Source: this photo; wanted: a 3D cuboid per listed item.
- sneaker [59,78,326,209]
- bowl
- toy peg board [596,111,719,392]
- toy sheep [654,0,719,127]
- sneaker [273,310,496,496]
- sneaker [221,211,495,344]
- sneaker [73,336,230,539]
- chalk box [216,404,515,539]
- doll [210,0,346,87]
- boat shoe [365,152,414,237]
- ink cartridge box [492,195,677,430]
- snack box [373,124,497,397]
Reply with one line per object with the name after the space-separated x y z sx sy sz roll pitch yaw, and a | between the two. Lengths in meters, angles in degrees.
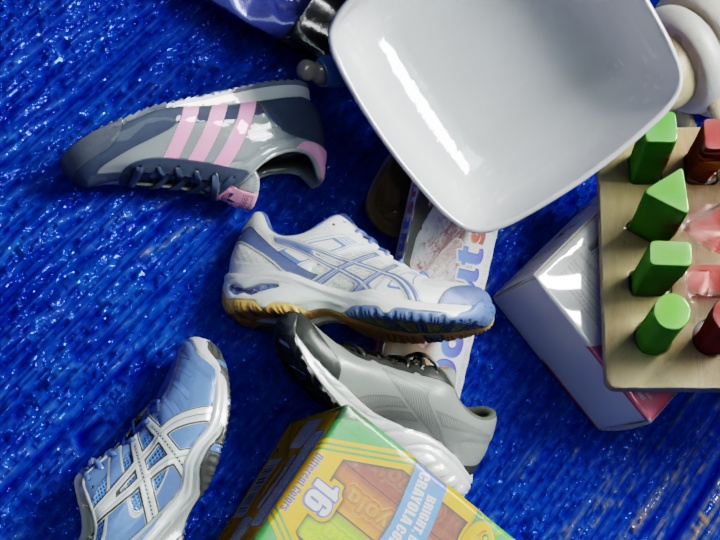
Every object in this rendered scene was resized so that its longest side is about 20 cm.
-0.113 -0.079 0.866 0.198 0.070 0.083 -18 81 -22 | sneaker
0.098 -0.150 0.834 0.199 0.075 0.200 -35 103 12 | bowl
0.275 -0.021 0.856 0.196 0.098 0.203 0 74 5 | toy peg board
0.314 -0.195 1.025 0.199 0.138 0.139 -32 90 -20 | toy sheep
0.018 0.084 0.858 0.200 0.074 0.080 38 83 -27 | sneaker
0.000 0.000 0.858 0.197 0.075 0.089 6 71 6 | sneaker
-0.145 0.135 0.801 0.076 0.076 0.202 24 69 -18 | sneaker
0.015 0.205 0.819 0.199 0.124 0.125 38 68 -8 | chalk box
-0.037 -0.203 0.935 0.199 0.048 0.138 29 56 -13 | doll
0.073 -0.108 0.949 0.072 0.065 0.201 41 82 -17 | boat shoe
0.229 0.008 0.967 0.200 0.083 0.147 -41 93 -23 | ink cartridge box
0.061 -0.003 0.908 0.071 0.024 0.203 12 92 -18 | snack box
